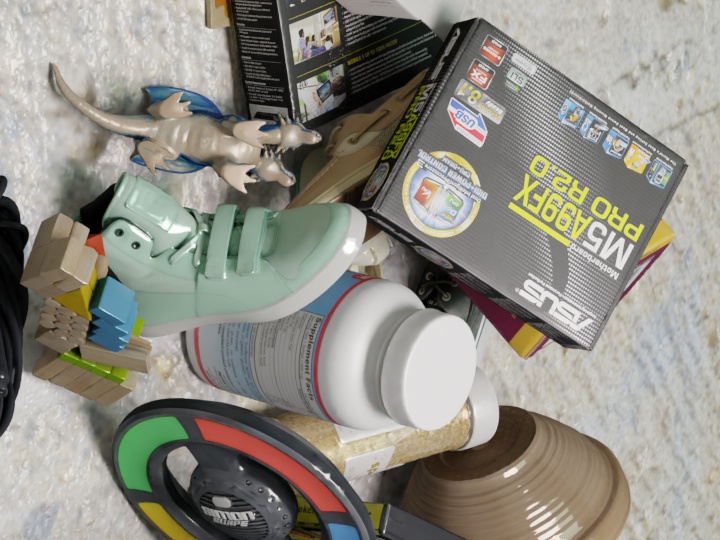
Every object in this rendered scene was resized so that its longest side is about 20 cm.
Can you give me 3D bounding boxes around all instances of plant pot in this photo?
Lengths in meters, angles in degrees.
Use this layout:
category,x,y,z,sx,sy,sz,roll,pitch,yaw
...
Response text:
category,x,y,z,sx,sy,sz,roll,pitch,yaw
plant pot,0.111,0.176,1.708,0.201,0.201,0.093,-45,125,-34

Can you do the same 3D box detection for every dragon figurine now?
category,x,y,z,sx,sy,sz,roll,pitch,yaw
dragon figurine,-0.121,-0.094,1.440,0.200,0.099,0.059,11,95,-14

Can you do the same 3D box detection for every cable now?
category,x,y,z,sx,sy,sz,roll,pitch,yaw
cable,-0.239,0.028,1.288,0.200,0.051,0.163,-54,134,-68

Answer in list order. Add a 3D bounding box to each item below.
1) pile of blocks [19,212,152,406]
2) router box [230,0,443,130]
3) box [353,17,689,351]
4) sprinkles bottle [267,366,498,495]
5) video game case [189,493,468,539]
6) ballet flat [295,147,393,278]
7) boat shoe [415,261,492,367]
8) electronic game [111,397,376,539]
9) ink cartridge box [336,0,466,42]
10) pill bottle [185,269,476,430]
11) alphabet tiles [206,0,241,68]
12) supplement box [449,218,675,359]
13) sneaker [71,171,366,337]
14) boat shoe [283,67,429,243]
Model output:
category,x,y,z,sx,sy,sz,roll,pitch,yaw
pile of blocks,-0.167,0.019,1.351,0.200,0.082,0.062,101,4,-64
router box,-0.009,-0.199,1.552,0.200,0.051,0.149,-29,120,-44
box,0.116,-0.060,1.497,0.200,0.044,0.160,33,78,-18
sprinkles bottle,0.010,0.124,1.629,0.200,0.068,0.068,-13,111,-32
video game case,-0.001,0.203,1.584,0.200,0.181,0.026,31,65,-51
ballet flat,0.000,0.000,1.622,0.069,0.069,0.200,-35,126,-40
boat shoe,0.073,0.032,1.721,0.057,0.069,0.200,3,100,-51
electronic game,-0.082,0.159,1.458,0.042,0.200,0.200,-60,140,-36
ink cartridge box,0.005,-0.252,1.462,0.200,0.068,0.115,35,71,-49
pill bottle,-0.021,0.052,1.501,0.109,0.200,0.109,-19,115,-48
alphabet tiles,-0.054,-0.251,1.530,0.166,0.006,0.200,-19,115,-48
supplement box,0.123,-0.051,1.639,0.131,0.200,0.103,-26,160,-43
sneaker,-0.103,-0.022,1.391,0.118,0.200,0.074,49,35,-39
boat shoe,0.007,-0.078,1.533,0.200,0.065,0.071,-37,149,-26
